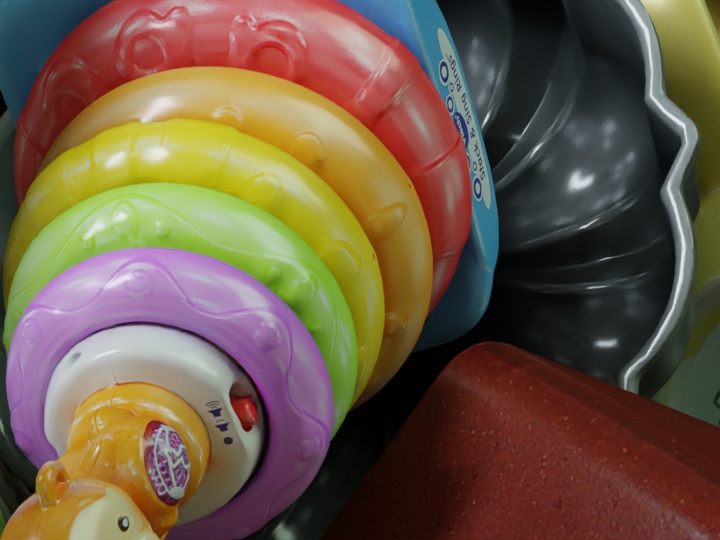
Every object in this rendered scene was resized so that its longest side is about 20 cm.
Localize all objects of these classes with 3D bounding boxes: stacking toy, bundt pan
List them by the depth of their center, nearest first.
[{"bbox_3d":[-0.039,0.015,0.628,0.200,0.110,0.116,-71,148,-59],"label":"stacking toy"},{"bbox_3d":[0.000,0.000,0.773,0.202,0.202,0.076,52,5,26],"label":"bundt pan"}]

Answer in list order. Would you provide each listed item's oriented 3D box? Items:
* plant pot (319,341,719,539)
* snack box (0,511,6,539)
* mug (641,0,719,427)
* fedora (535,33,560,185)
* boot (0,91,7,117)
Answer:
[{"bbox_3d":[0.074,0.130,0.646,0.200,0.200,0.176,22,19,-47],"label":"plant pot"},{"bbox_3d":[-0.144,0.064,0.516,0.200,0.068,0.169,26,25,-38],"label":"snack box"},{"bbox_3d":[0.123,0.008,0.852,0.186,0.150,0.153,36,22,6],"label":"mug"},{"bbox_3d":[0.030,-0.057,0.907,0.201,0.091,0.201,-2,90,-80],"label":"fedora"},{"bbox_3d":[-0.089,-0.132,0.860,0.138,0.200,0.077,53,-10,17],"label":"boot"}]
